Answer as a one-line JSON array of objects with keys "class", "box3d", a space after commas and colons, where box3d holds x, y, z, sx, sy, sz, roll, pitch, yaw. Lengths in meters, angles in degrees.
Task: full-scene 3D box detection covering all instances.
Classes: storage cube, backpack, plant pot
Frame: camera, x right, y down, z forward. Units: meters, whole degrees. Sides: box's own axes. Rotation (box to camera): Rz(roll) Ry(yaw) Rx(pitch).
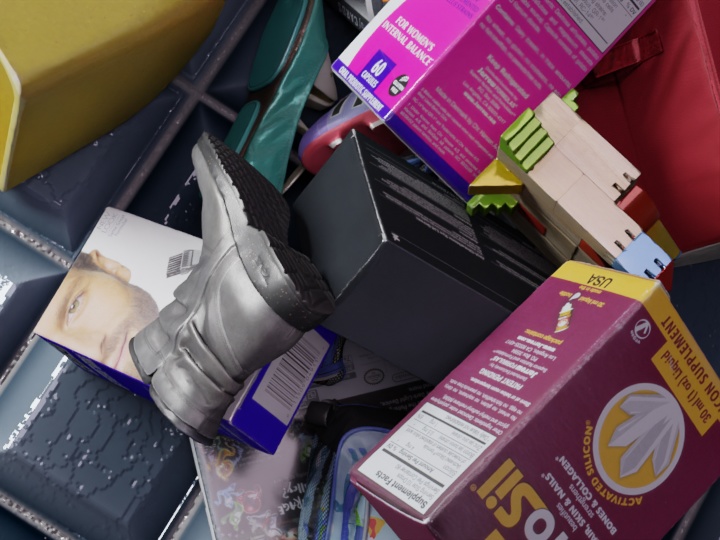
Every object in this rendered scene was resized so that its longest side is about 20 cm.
[{"class": "storage cube", "box3d": [0.255, -0.104, 1.045, 0.199, 0.170, 0.181, -10, 84, -36]}, {"class": "backpack", "box3d": [0.045, 0.206, 0.973, 0.181, 0.147, 0.202, 8, 96, -12]}, {"class": "plant pot", "box3d": [-0.203, -0.206, 1.013, 0.199, 0.194, 0.197, -26, 84, -23]}]

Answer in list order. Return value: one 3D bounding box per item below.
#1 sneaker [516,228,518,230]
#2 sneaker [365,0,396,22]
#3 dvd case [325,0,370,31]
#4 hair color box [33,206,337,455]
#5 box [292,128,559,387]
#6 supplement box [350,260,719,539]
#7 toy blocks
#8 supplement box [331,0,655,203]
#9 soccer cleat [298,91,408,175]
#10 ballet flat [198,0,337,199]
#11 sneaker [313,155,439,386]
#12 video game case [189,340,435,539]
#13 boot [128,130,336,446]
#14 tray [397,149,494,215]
[{"class": "sneaker", "box3d": [0.168, -0.022, 1.094, 0.082, 0.072, 0.202, -4, 80, -13]}, {"class": "sneaker", "box3d": [0.090, -0.234, 1.030, 0.111, 0.078, 0.200, 16, 48, 30]}, {"class": "dvd case", "box3d": [0.090, -0.224, 1.096, 0.199, 0.025, 0.150, -26, 43, -16]}, {"class": "hair color box", "box3d": [-0.120, 0.037, 0.980, 0.199, 0.065, 0.110, 18, 72, 37]}, {"class": "box", "box3d": [0.060, 0.012, 0.955, 0.199, 0.142, 0.079, 30, 112, -26]}, {"class": "supplement box", "box3d": [0.116, 0.110, 0.853, 0.200, 0.103, 0.131, -44, 113, -13]}, {"class": "toy blocks", "box3d": [0.153, -0.033, 0.942, 0.100, 0.200, 0.137, -45, 81, -5]}, {"class": "supplement box", "box3d": [0.093, -0.165, 0.964, 0.200, 0.101, 0.103, -46, 126, 5]}, {"class": "soccer cleat", "box3d": [0.033, -0.137, 1.083, 0.199, 0.067, 0.077, -30, 58, -10]}, {"class": "ballet flat", "box3d": [-0.058, -0.124, 1.087, 0.070, 0.067, 0.201, 29, 74, -28]}, {"class": "sneaker", "box3d": [0.000, 0.000, 1.047, 0.078, 0.075, 0.201, 37, 78, -5]}, {"class": "video game case", "box3d": [-0.028, 0.111, 1.059, 0.198, 0.023, 0.183, -12, 81, -13]}, {"class": "boot", "box3d": [-0.103, 0.006, 0.909, 0.132, 0.201, 0.070, -45, 127, 15]}, {"class": "tray", "box3d": [0.070, -0.139, 1.126, 0.106, 0.022, 0.202, 11, 77, -8]}]
